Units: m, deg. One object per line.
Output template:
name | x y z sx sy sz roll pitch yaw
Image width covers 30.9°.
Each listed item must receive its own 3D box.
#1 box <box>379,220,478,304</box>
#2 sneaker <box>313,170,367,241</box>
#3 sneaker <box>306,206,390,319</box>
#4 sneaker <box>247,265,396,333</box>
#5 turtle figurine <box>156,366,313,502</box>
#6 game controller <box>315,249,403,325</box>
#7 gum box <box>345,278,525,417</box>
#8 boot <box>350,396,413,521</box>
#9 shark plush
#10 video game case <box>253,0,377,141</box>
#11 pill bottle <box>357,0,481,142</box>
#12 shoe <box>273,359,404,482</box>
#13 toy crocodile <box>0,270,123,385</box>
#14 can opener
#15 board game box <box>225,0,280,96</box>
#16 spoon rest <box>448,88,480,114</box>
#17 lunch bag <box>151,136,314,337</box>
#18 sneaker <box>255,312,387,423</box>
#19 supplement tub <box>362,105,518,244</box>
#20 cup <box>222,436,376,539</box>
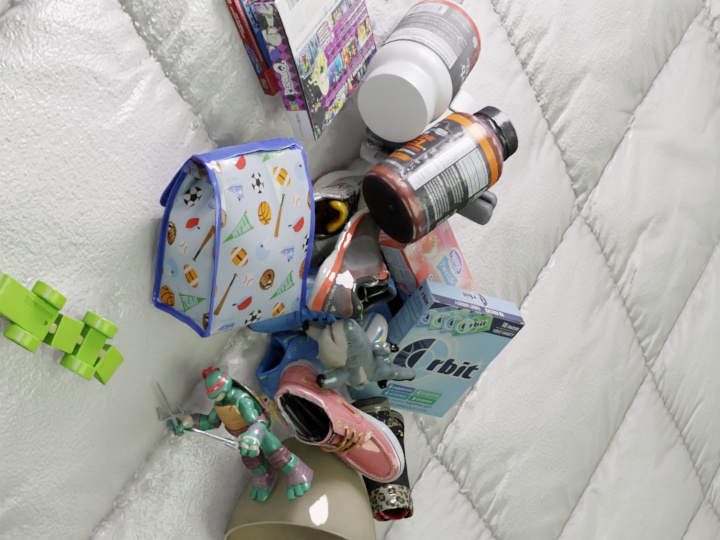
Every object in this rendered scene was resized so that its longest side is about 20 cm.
box | 0.079 -0.003 1.794 0.095 0.102 0.201 -51 135 -25
sneaker | -0.036 -0.072 1.646 0.199 0.081 0.079 -24 120 -45
sneaker | 0.000 0.000 1.597 0.201 0.081 0.078 -60 173 -50
sneaker | -0.047 0.039 1.640 0.197 0.078 0.067 -18 126 -23
turtle figurine | -0.144 0.187 1.535 0.101 0.149 0.201 -48 117 -22
game controller | 0.004 0.049 1.749 0.103 0.042 0.202 -25 129 -2
gum box | 0.099 0.109 1.766 0.168 0.045 0.201 14 128 -36
boot | 0.033 0.267 1.768 0.204 0.072 0.156 67 11 -68
shark plush | 0.012 0.116 1.617 0.199 0.083 0.092 38 30 -40
video game case | -0.048 -0.286 1.556 0.201 0.035 0.183 -59 142 -43
pill bottle | 0.074 -0.254 1.651 0.201 0.114 0.117 -58 142 -47
shoe | -0.028 0.201 1.597 0.200 0.071 0.091 45 19 -8
toy crocodile | -0.322 0.061 1.371 0.200 0.061 0.068 39 73 -44
can opener | 0.092 -0.133 1.706 0.067 0.198 0.054 -66 177 39
board game box | -0.110 -0.317 1.524 0.103 0.019 0.202 -49 135 -29
spoon rest | 0.121 -0.161 1.760 0.100 0.060 0.201 -57 176 -31
lunch bag | -0.142 -0.049 1.495 0.169 0.123 0.203 -18 125 -48
sneaker | -0.053 0.103 1.674 0.200 0.075 0.106 -42 127 -17
supplement tub | 0.104 -0.126 1.618 0.199 0.106 0.108 -36 128 -24
cup | -0.069 0.300 1.674 0.201 0.197 0.145 51 38 -45
